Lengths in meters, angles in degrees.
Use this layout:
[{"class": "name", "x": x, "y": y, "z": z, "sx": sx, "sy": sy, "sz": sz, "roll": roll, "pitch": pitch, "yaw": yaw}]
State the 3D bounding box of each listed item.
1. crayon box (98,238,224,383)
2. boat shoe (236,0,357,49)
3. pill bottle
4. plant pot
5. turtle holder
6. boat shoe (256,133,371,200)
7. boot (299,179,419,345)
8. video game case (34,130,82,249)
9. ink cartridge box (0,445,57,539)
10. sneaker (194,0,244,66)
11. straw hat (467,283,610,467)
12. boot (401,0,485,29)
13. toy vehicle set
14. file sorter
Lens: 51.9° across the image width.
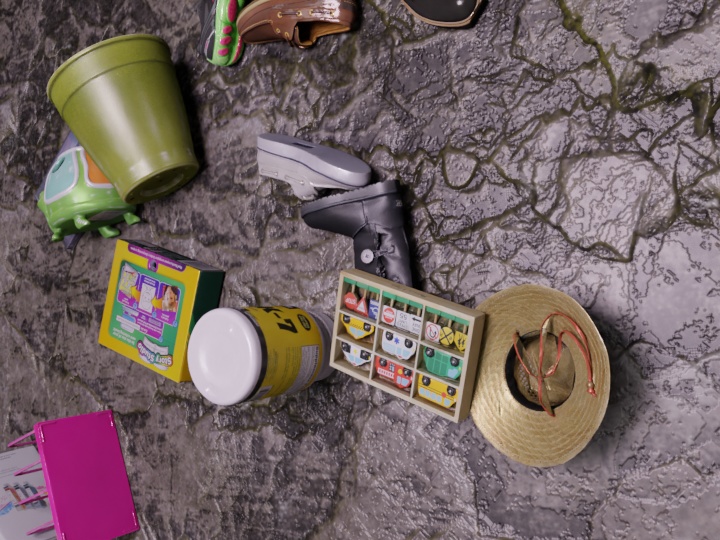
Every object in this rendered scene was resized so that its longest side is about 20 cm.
[{"class": "crayon box", "x": -0.317, "y": 0.060, "z": 1.166, "sx": 0.197, "sy": 0.058, "sz": 0.177, "roll": 18, "pitch": 99, "yaw": 32}, {"class": "boat shoe", "x": -0.092, "y": -0.346, "z": 1.026, "sx": 0.196, "sy": 0.072, "sz": 0.070, "roll": -7, "pitch": 83, "yaw": 30}, {"class": "pill bottle", "x": -0.115, "y": 0.104, "z": 0.951, "sx": 0.112, "sy": 0.198, "sz": 0.118, "roll": -1, "pitch": 89, "yaw": 31}, {"class": "plant pot", "x": -0.342, "y": -0.216, "z": 1.126, "sx": 0.198, "sy": 0.199, "sz": 0.196, "roll": -29, "pitch": 85, "yaw": 28}, {"class": "turtle holder", "x": -0.450, "y": -0.122, "z": 1.216, "sx": 0.185, "sy": 0.138, "sz": 0.135, "roll": -21, "pitch": 82, "yaw": 61}, {"class": "boat shoe", "x": -0.068, "y": -0.132, "z": 1.011, "sx": 0.197, "sy": 0.070, "sz": 0.072, "roll": 21, "pitch": 116, "yaw": 31}, {"class": "boot", "x": 0.001, "y": 0.000, "z": 0.968, "sx": 0.162, "sy": 0.065, "sz": 0.205, "roll": -11, "pitch": 90, "yaw": 39}, {"class": "video game case", "x": -0.504, "y": -0.162, "z": 1.316, "sx": 0.143, "sy": 0.019, "sz": 0.201, "roll": 49, "pitch": 112, "yaw": 24}, {"class": "ink cartridge box", "x": -0.607, "y": 0.441, "z": 1.285, "sx": 0.200, "sy": 0.143, "sz": 0.147, "roll": 43, "pitch": 114, "yaw": 26}, {"class": "sneaker", "x": -0.210, "y": -0.413, "z": 1.102, "sx": 0.082, "sy": 0.076, "sz": 0.205, "roll": 15, "pitch": 95, "yaw": 27}, {"class": "straw hat", "x": 0.207, "y": 0.107, "z": 0.810, "sx": 0.199, "sy": 0.084, "sz": 0.207, "roll": 10, "pitch": 103, "yaw": 48}, {"class": "boot", "x": 0.047, "y": -0.371, "z": 0.899, "sx": 0.199, "sy": 0.137, "sz": 0.079, "roll": 38, "pitch": 107, "yaw": 26}, {"class": "toy vehicle set", "x": 0.050, "y": 0.084, "z": 0.880, "sx": 0.197, "sy": 0.026, "sz": 0.128, "roll": 18, "pitch": 108, "yaw": 37}, {"class": "file sorter", "x": -0.478, "y": 0.356, "z": 1.214, "sx": 0.124, "sy": 0.138, "sz": 0.204, "roll": -27, "pitch": 75, "yaw": 31}]
